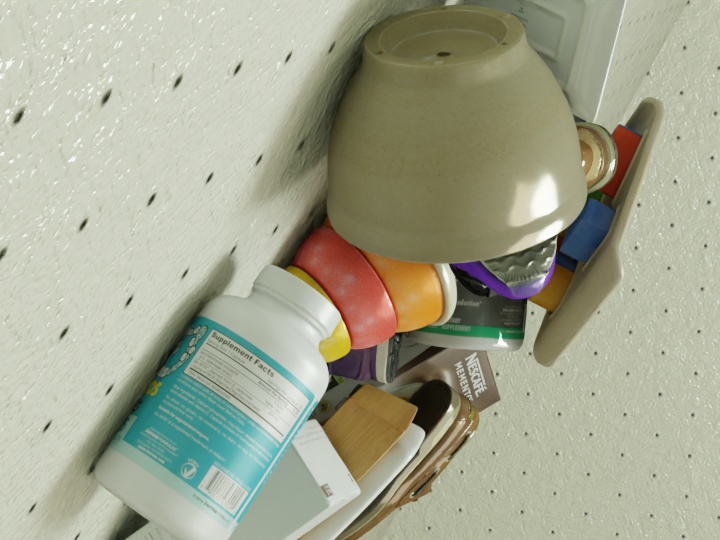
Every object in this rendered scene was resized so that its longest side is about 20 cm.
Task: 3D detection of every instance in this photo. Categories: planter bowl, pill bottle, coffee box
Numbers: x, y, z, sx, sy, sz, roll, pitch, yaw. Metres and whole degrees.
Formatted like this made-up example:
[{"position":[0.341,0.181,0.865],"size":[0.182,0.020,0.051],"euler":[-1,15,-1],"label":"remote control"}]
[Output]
[{"position":[0.066,-0.113,1.147],"size":[0.200,0.198,0.136],"euler":[-47,139,-47],"label":"planter bowl"},{"position":[-0.096,0.097,1.131],"size":[0.201,0.110,0.111],"euler":[-56,169,-13],"label":"pill bottle"},{"position":[0.105,-0.030,1.456],"size":[0.113,0.112,0.203],"euler":[0,94,-78],"label":"pill bottle"},{"position":[0.030,0.121,1.562],"size":[0.199,0.080,0.115],"euler":[-30,134,-10],"label":"coffee box"}]

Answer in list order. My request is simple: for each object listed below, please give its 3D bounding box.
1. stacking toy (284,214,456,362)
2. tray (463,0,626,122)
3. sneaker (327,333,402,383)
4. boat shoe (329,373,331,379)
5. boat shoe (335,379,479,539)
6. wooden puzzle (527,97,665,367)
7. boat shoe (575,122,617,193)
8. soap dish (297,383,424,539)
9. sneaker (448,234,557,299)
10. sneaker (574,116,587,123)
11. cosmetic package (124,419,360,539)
[{"position":[-0.032,0.026,1.298],"size":[0.199,0.147,0.147],"euler":[-33,161,-19],"label":"stacking toy"},{"position":[0.132,-0.197,1.221],"size":[0.022,0.200,0.109],"euler":[1,113,-31],"label":"tray"},{"position":[0.000,0.000,1.447],"size":[0.076,0.086,0.203],"euler":[65,32,-71],"label":"sneaker"},{"position":[-0.081,0.127,1.391],"size":[0.069,0.074,0.200],"euler":[-62,167,18],"label":"boat shoe"},{"position":[0.040,0.201,1.520],"size":[0.200,0.072,0.068],"euler":[-46,130,7],"label":"boat shoe"},{"position":[0.205,-0.038,1.408],"size":[0.186,0.046,0.202],"euler":[119,-8,-56],"label":"wooden puzzle"},{"position":[0.121,-0.079,1.338],"size":[0.198,0.077,0.074],"euler":[-21,177,32],"label":"boat shoe"},{"position":[-0.033,0.193,1.424],"size":[0.200,0.081,0.157],"euler":[-46,177,7],"label":"soap dish"},{"position":[0.105,-0.016,1.212],"size":[0.201,0.069,0.101],"euler":[-116,-165,-57],"label":"sneaker"},{"position":[0.162,-0.169,1.435],"size":[0.201,0.074,0.107],"euler":[-95,161,-52],"label":"sneaker"},{"position":[-0.107,0.214,1.306],"size":[0.199,0.082,0.113],"euler":[-37,171,8],"label":"cosmetic package"}]
